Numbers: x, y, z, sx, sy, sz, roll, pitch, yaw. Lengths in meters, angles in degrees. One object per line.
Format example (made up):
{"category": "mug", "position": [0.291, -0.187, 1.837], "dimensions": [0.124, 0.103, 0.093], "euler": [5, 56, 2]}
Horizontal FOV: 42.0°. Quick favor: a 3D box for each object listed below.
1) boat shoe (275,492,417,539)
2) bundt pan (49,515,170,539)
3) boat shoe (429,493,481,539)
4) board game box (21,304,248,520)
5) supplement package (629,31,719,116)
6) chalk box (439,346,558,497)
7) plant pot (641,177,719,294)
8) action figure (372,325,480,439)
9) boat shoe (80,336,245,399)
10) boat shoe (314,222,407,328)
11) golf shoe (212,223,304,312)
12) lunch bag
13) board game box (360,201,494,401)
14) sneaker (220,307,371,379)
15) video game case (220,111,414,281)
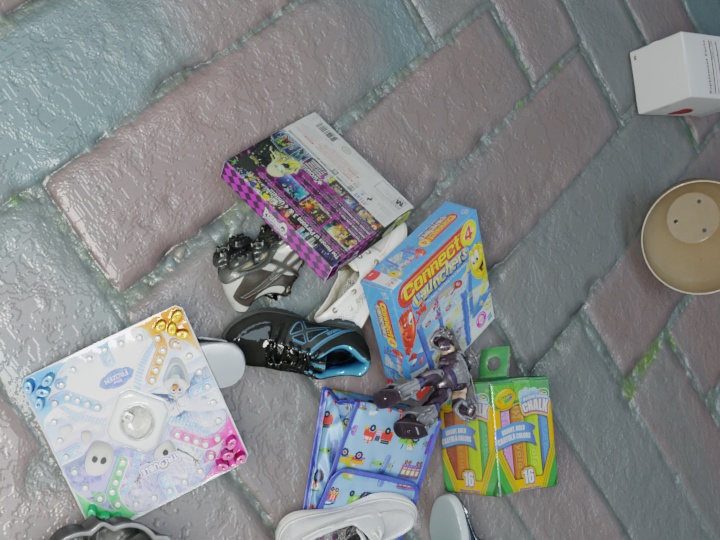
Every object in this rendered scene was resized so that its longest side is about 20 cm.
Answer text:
{"category": "boat shoe", "position": [-0.008, 0.331, 1.186], "dimensions": [0.196, 0.068, 0.074], "euler": [4, 107, -28]}
{"category": "bundt pan", "position": [-0.284, 0.358, 1.010], "dimensions": [0.198, 0.075, 0.207], "euler": [-4, 98, -30]}
{"category": "boat shoe", "position": [0.160, 0.409, 1.348], "dimensions": [0.090, 0.070, 0.205], "euler": [-14, 97, -36]}
{"category": "board game box", "position": [-0.253, 0.173, 1.065], "dimensions": [0.197, 0.026, 0.204], "euler": [-25, 99, -10]}
{"category": "supplement package", "position": [0.616, -0.361, 1.748], "dimensions": [0.197, 0.120, 0.123], "euler": [-5, 86, -35]}
{"category": "chalk box", "position": [0.196, 0.215, 1.366], "dimensions": [0.122, 0.124, 0.205], "euler": [0, 82, -35]}
{"category": "plant pot", "position": [0.598, -0.077, 1.672], "dimensions": [0.203, 0.197, 0.135], "euler": [61, 21, -11]}
{"category": "action figure", "position": [0.107, 0.152, 1.246], "dimensions": [0.199, 0.069, 0.132], "euler": [-28, 91, -47]}
{"category": "boat shoe", "position": [-0.235, 0.106, 1.113], "dimensions": [0.194, 0.068, 0.075], "euler": [-6, 97, -11]}
{"category": "boat shoe", "position": [0.000, 0.000, 1.292], "dimensions": [0.069, 0.070, 0.203], "euler": [39, 64, -25]}
{"category": "golf shoe", "position": [-0.106, -0.015, 1.231], "dimensions": [0.198, 0.077, 0.097], "euler": [-26, 119, -36]}
{"category": "lunch bag", "position": [0.005, 0.275, 1.258], "dimensions": [0.148, 0.093, 0.205], "euler": [16, 88, -33]}
{"category": "board game box", "position": [0.101, 0.042, 1.317], "dimensions": [0.200, 0.055, 0.199], "euler": [-42, 133, -32]}
{"category": "sneaker", "position": [-0.079, 0.096, 1.191], "dimensions": [0.195, 0.082, 0.075], "euler": [1, 114, -18]}
{"category": "video game case", "position": [-0.054, -0.103, 1.226], "dimensions": [0.200, 0.036, 0.181], "euler": [44, 49, 11]}
